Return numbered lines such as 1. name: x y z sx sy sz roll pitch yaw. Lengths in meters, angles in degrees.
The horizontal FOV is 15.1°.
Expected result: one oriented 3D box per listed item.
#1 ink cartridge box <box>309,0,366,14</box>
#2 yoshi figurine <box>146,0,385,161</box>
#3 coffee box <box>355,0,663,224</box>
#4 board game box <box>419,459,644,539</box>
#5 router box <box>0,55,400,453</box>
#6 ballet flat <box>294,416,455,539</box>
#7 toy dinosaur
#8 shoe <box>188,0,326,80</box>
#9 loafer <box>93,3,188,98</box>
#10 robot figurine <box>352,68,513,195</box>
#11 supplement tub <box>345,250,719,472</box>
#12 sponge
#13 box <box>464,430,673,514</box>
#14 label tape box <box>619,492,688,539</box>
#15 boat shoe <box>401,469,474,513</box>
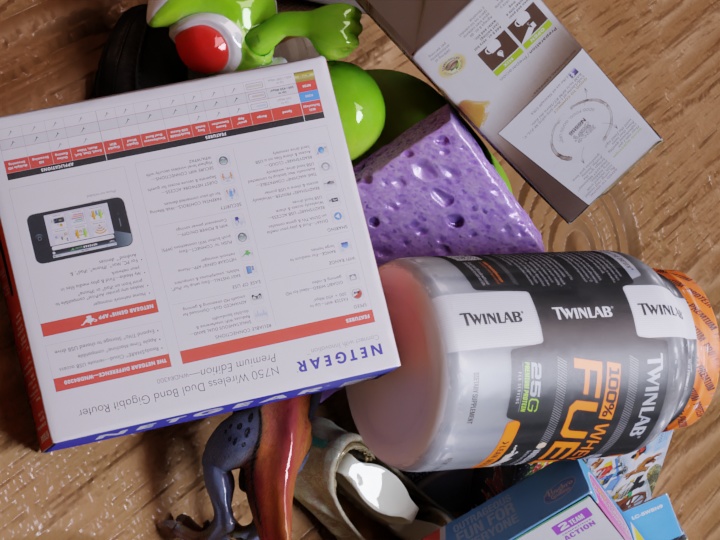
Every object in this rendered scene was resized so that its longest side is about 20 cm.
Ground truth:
1. ink cartridge box: 0.018 -0.264 1.785 0.145 0.145 0.200 56 24 22
2. yoshi figurine: -0.051 -0.134 1.586 0.112 0.112 0.200 13 53 -82
3. coffee box: 0.081 -0.129 1.614 0.200 0.080 0.114 42 6 -46
4. board game box: 0.118 0.217 1.664 0.200 0.153 0.040 52 12 -37
5. router box: -0.097 -0.010 1.480 0.199 0.049 0.180 -11 83 -16
6. ballet flat: 0.020 0.158 1.681 0.200 0.062 0.068 41 67 -40
7. toy dinosaur: -0.036 0.075 1.548 0.105 0.200 0.182 14 107 -43
8. shoe: -0.060 -0.157 1.742 0.070 0.053 0.200 39 23 11
9. loafer: -0.115 -0.070 1.578 0.068 0.070 0.201 35 46 -46
10. robot figurine: 0.025 -0.053 1.704 0.176 0.116 0.200 53 4 31
11. supplement tub: 0.101 0.050 1.567 0.200 0.122 0.123 -3 75 -30
12. sponge: 0.000 0.000 1.614 0.112 0.200 0.030 52 12 -28
13. box: 0.135 0.124 1.734 0.136 0.200 0.038 -27 62 -21
14. label tape box: 0.149 0.214 1.738 0.063 0.144 0.200 -109 176 -52
15. boat shoe: 0.087 0.124 1.806 0.200 0.073 0.065 25 36 -59
